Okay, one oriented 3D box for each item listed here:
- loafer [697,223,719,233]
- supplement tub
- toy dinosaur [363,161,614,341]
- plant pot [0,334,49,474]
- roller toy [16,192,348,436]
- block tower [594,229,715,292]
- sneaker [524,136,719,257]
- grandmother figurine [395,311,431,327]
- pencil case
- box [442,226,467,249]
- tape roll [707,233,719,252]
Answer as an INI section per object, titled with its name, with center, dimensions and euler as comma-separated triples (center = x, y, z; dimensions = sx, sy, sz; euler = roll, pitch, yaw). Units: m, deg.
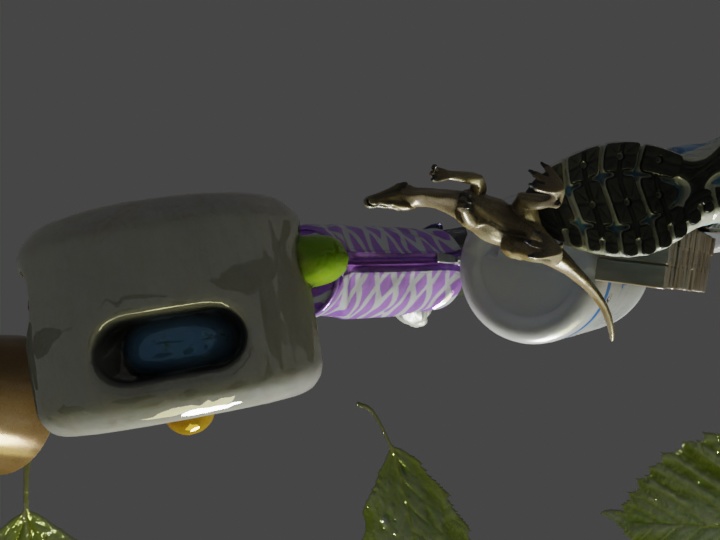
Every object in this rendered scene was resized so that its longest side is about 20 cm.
[loafer]
center = 0.306, -0.062, 0.763
dimensions = 0.063, 0.072, 0.200
euler = -3, 176, -12
[supplement tub]
center = 0.187, -0.004, 0.807
dimensions = 0.132, 0.132, 0.200
euler = -13, 176, 29
[toy dinosaur]
center = 0.104, -0.026, 0.567
dimensions = 0.200, 0.058, 0.101
euler = 27, 168, -2
[plant pot]
center = -0.519, 0.158, 1.080
dimensions = 0.186, 0.187, 0.200
euler = -12, 162, 23
[roller toy]
center = -0.121, 0.036, 0.557
dimensions = 0.200, 0.140, 0.182
euler = -13, 174, 36
[block tower]
center = 0.258, -0.012, 0.738
dimensions = 0.058, 0.054, 0.200
euler = 9, -177, 29
[sneaker]
center = 0.208, -0.052, 0.623
dimensions = 0.200, 0.078, 0.090
euler = -8, 180, -14
[grandmother figurine]
center = 0.095, 0.019, 1.069
dimensions = 0.121, 0.061, 0.200
euler = -39, 174, 34
[pencil case]
center = 0.015, 0.000, 0.754
dimensions = 0.085, 0.084, 0.200
euler = -3, 180, 41
[box]
center = 0.000, 0.000, 0.941
dimensions = 0.161, 0.049, 0.200
euler = -12, 177, -30
[tape roll]
center = 0.479, -0.068, 1.038
dimensions = 0.202, 0.071, 0.202
euler = -10, 176, -1
